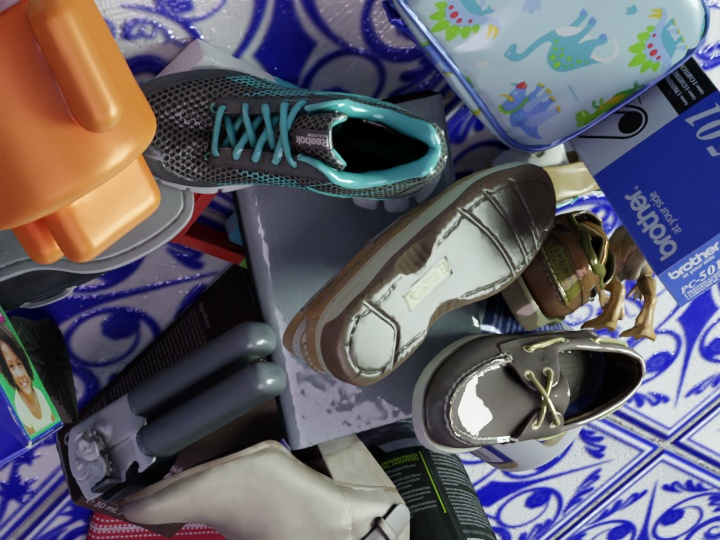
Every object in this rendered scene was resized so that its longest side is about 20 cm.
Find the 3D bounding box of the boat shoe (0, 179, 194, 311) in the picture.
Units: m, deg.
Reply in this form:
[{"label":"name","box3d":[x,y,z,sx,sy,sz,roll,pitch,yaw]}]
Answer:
[{"label":"boat shoe","box3d":[-0.192,-0.019,0.896,0.198,0.076,0.060,-12,165,4]}]

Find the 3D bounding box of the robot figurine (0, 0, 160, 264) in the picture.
[{"label":"robot figurine","box3d":[-0.183,-0.101,0.764,0.116,0.144,0.201,-26,111,2]}]

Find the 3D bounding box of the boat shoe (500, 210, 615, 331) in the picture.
[{"label":"boat shoe","box3d":[0.142,-0.003,1.005,0.068,0.200,0.072,-28,94,15]}]

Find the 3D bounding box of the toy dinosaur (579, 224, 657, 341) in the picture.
[{"label":"toy dinosaur","box3d":[0.190,-0.010,1.041,0.060,0.107,0.200,7,168,-5]}]

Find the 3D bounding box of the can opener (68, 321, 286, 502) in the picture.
[{"label":"can opener","box3d":[-0.119,0.092,0.949,0.066,0.053,0.200,4,150,-47]}]

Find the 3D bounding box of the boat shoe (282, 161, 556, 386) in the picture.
[{"label":"boat shoe","box3d":[0.033,-0.008,0.887,0.199,0.076,0.072,-34,117,-31]}]

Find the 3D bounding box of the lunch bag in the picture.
[{"label":"lunch bag","box3d":[0.102,-0.172,0.872,0.160,0.083,0.200,-35,134,11]}]

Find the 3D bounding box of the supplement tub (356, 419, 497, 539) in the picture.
[{"label":"supplement tub","box3d":[0.039,0.206,1.140,0.122,0.201,0.123,-13,139,-12]}]

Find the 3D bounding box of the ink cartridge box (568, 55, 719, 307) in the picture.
[{"label":"ink cartridge box","box3d":[0.187,-0.081,0.922,0.094,0.201,0.044,-35,137,11]}]

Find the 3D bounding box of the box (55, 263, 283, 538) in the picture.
[{"label":"box","box3d":[-0.112,0.096,1.055,0.200,0.075,0.100,-44,135,17]}]

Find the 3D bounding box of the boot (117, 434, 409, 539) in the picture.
[{"label":"boot","box3d":[-0.051,0.185,0.999,0.199,0.147,0.070,-19,177,-30]}]

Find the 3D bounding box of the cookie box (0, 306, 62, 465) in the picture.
[{"label":"cookie box","box3d":[-0.291,0.043,0.823,0.170,0.201,0.075,-28,-178,2]}]

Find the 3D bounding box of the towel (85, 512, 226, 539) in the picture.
[{"label":"towel","box3d":[-0.168,0.257,1.229,0.143,0.023,0.201,1,130,-23]}]

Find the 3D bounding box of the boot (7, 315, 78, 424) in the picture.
[{"label":"boot","box3d":[-0.294,0.079,0.945,0.198,0.073,0.182,-16,162,2]}]

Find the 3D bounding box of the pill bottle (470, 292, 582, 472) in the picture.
[{"label":"pill bottle","box3d":[0.065,0.051,1.050,0.120,0.120,0.200,-42,125,19]}]

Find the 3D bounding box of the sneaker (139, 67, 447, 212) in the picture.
[{"label":"sneaker","box3d":[-0.040,-0.079,0.841,0.198,0.091,0.078,3,88,-13]}]

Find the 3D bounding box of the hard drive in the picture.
[{"label":"hard drive","box3d":[0.000,0.000,0.934,0.138,0.033,0.202,-14,105,-13]}]

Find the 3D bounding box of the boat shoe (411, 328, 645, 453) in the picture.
[{"label":"boat shoe","box3d":[0.110,0.075,0.943,0.199,0.059,0.073,-7,97,-50]}]

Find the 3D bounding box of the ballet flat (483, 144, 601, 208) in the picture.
[{"label":"ballet flat","box3d":[0.148,-0.078,1.023,0.198,0.069,0.064,-13,104,-18]}]

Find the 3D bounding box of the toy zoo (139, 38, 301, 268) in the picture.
[{"label":"toy zoo","box3d":[-0.084,-0.068,0.939,0.199,0.021,0.131,20,121,-38]}]
